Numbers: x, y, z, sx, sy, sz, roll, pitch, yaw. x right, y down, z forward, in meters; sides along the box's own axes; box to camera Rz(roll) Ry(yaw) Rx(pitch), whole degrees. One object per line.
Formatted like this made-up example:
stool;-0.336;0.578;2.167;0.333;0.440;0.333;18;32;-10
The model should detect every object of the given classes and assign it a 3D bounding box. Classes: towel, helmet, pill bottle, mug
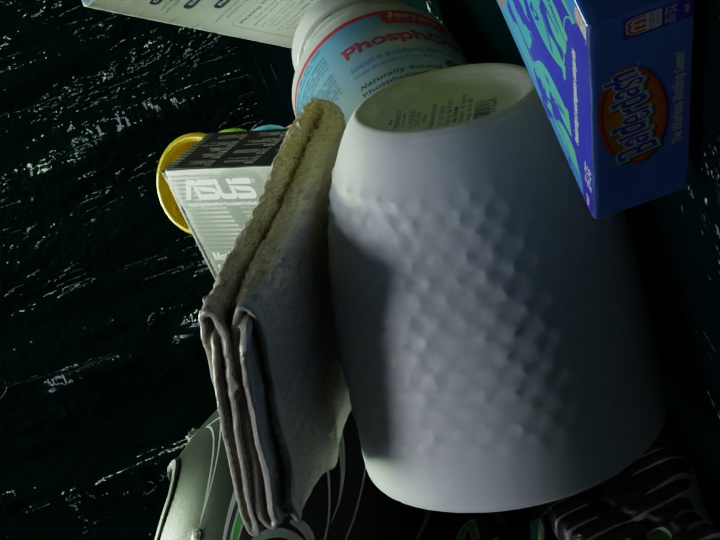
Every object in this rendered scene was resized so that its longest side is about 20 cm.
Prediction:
towel;-0.028;0.020;1.252;0.200;0.034;0.133;-69;-25;-54
helmet;-0.009;0.140;1.373;0.200;0.199;0.191;74;-160;-47
pill bottle;0.022;-0.087;1.533;0.200;0.108;0.109;-116;7;-55
mug;0.065;-0.010;1.252;0.200;0.147;0.176;-53;-45;-58

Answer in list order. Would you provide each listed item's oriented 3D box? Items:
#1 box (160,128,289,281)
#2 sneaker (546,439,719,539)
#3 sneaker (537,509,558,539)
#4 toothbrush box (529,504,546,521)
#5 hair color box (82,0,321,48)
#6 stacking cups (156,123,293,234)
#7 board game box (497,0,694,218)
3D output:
box;0.000;0.000;1.427;0.200;0.044;0.161;1;124;46
sneaker;0.153;0.165;1.278;0.200;0.075;0.116;-121;9;-67
sneaker;0.136;0.174;1.475;0.111;0.077;0.200;64;172;-4
toothbrush box;0.075;0.035;1.590;0.200;0.085;0.147;-114;4;-56
hair color box;-0.070;-0.193;1.576;0.200;0.100;0.061;6;-126;-48
stacking cups;-0.042;-0.059;1.603;0.200;0.060;0.061;-10;-102;-58
board game box;0.073;-0.142;1.029;0.152;0.045;0.200;78;173;-63
